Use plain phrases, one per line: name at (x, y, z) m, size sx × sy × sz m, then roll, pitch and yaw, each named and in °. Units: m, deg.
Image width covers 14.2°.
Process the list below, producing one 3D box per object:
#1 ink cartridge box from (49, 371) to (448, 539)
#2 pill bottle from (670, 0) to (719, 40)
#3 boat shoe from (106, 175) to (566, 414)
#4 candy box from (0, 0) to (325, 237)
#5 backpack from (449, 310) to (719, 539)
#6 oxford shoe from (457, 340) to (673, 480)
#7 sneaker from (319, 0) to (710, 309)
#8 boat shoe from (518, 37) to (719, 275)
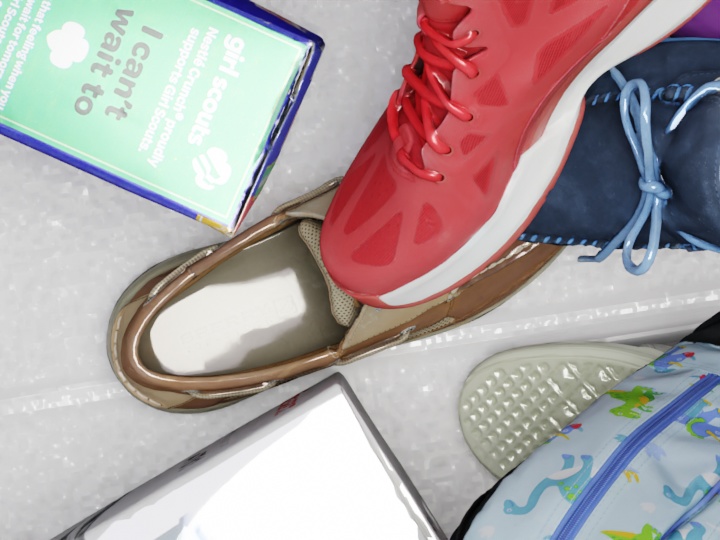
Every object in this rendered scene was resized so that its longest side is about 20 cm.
ink cartridge box at (-0.071, 0.122, 1.028) m, size 0.200 × 0.146 × 0.086 m, roll -32°, pitch 89°, yaw -1°
pill bottle at (0.188, -0.101, 1.046) m, size 0.200 × 0.112 × 0.113 m, roll 34°, pitch 90°, yaw -1°
boat shoe at (0.000, 0.000, 1.064) m, size 0.200 × 0.072 × 0.076 m, roll -28°, pitch 91°, yaw 0°
candy box at (-0.116, -0.088, 1.012) m, size 0.200 × 0.169 × 0.077 m, roll 22°, pitch 94°, yaw -1°
backpack at (0.092, 0.118, 0.954) m, size 0.154 × 0.200 × 0.163 m, roll 30°, pitch 115°, yaw 35°
oxford shoe at (0.137, 0.060, 1.079) m, size 0.200 × 0.058 × 0.075 m, roll 3°, pitch 112°, yaw 13°
sneaker at (0.027, -0.077, 0.950) m, size 0.200 × 0.115 × 0.078 m, roll -52°, pitch 49°, yaw 18°
boat shoe at (0.125, -0.045, 0.986) m, size 0.200 × 0.069 × 0.084 m, roll -13°, pitch 110°, yaw 21°
